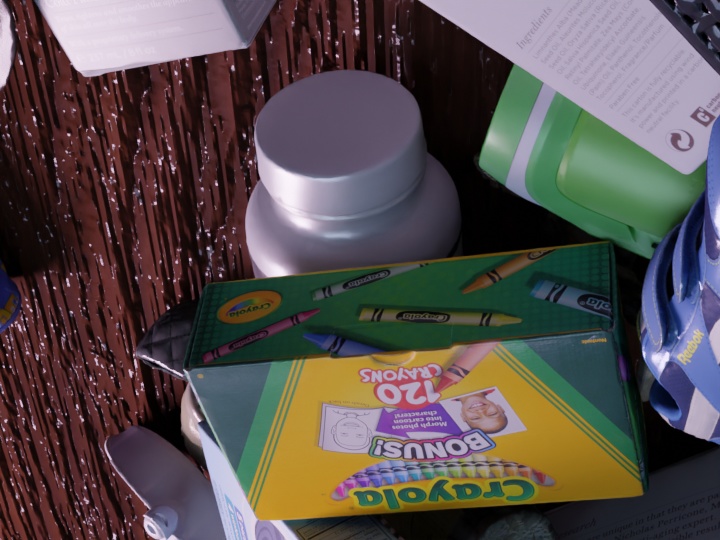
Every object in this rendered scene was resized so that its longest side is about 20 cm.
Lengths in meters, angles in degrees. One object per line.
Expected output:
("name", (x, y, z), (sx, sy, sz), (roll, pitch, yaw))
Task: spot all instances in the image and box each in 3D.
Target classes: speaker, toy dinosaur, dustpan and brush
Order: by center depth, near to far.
("speaker", (0.158, -0.043, 0.717), (0.199, 0.089, 0.089), (23, 140, 6))
("toy dinosaur", (0.134, 0.003, 0.807), (0.088, 0.048, 0.200), (11, 145, 51))
("dustpan and brush", (-0.118, 0.154, 1.014), (0.140, 0.057, 0.200), (48, 163, 3))

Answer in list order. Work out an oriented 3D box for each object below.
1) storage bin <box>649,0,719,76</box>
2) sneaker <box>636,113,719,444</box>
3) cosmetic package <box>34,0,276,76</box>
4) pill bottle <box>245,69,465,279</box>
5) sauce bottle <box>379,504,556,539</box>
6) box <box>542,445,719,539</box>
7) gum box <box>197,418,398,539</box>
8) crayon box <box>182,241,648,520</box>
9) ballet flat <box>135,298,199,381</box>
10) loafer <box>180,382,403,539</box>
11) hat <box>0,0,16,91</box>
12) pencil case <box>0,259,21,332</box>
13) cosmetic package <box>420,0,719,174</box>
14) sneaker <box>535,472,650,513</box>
("storage bin", (0.169, -0.137, 0.571), (0.200, 0.136, 0.094), (42, 138, -16))
("sneaker", (0.149, 0.009, 0.654), (0.082, 0.074, 0.201), (11, 141, 25))
("cosmetic package", (-0.117, -0.195, 0.708), (0.106, 0.091, 0.201), (-4, 134, 32))
("pill bottle", (0.000, 0.000, 0.828), (0.110, 0.111, 0.201), (11, 137, 19))
("sauce bottle", (0.033, 0.115, 0.902), (0.200, 0.065, 0.065), (40, 162, 54))
("box", (0.188, 0.220, 0.853), (0.199, 0.131, 0.199), (-28, 113, 33))
("gum box", (-0.013, 0.187, 0.860), (0.200, 0.044, 0.171), (39, 146, 52))
("crayon box", (0.030, 0.056, 0.759), (0.198, 0.059, 0.119), (-6, 134, 14))
("ballet flat", (-0.057, 0.104, 0.967), (0.200, 0.057, 0.066), (51, 177, 7))
("loafer", (-0.039, 0.138, 1.029), (0.200, 0.076, 0.068), (47, 148, -3))
("hat", (-0.225, -0.180, 0.779), (0.200, 0.081, 0.201), (28, 148, 19))
("pencil case", (-0.282, -0.034, 0.969), (0.078, 0.087, 0.201), (-16, 128, 12))
("cosmetic package", (0.081, -0.141, 0.645), (0.199, 0.102, 0.071), (32, 139, -6))
("sneaker", (0.153, 0.166, 0.950), (0.199, 0.067, 0.090), (-5, 125, 29))
